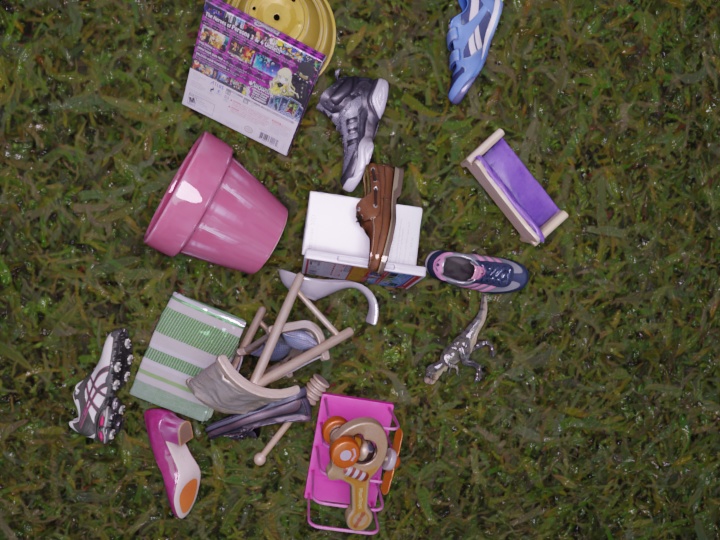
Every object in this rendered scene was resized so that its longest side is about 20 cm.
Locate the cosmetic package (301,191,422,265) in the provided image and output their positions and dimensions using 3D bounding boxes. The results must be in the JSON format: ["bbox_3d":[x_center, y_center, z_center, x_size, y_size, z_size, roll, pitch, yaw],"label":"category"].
[{"bbox_3d":[0.000,-0.069,0.988,0.197,0.081,0.115,6,94,-7],"label":"cosmetic package"}]

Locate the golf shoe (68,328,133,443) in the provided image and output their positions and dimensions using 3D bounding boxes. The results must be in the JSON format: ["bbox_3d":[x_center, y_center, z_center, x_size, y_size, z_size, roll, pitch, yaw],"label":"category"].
[{"bbox_3d":[-0.452,0.197,0.978,0.087,0.077,0.203,12,94,1],"label":"golf shoe"}]

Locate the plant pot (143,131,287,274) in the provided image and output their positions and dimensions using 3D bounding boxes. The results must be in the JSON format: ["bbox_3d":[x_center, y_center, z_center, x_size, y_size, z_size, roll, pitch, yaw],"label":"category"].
[{"bbox_3d":[-0.225,-0.091,0.920,0.178,0.200,0.202,30,93,-23],"label":"plant pot"}]

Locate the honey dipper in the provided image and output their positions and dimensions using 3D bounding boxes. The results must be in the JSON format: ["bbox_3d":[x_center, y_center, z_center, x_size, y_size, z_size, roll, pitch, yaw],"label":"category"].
[{"bbox_3d":[-0.130,0.279,1.037,0.038,0.038,0.201,36,94,-8],"label":"honey dipper"}]

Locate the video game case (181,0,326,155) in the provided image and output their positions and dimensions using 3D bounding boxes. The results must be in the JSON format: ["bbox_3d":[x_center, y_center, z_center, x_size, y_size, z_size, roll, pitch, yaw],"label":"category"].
[{"bbox_3d":[-0.178,-0.310,0.924,0.198,0.036,0.182,25,128,-7],"label":"video game case"}]

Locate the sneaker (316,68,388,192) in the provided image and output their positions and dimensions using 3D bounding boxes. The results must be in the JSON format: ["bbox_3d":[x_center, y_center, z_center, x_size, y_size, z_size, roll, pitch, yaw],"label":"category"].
[{"bbox_3d":[-0.028,-0.244,0.974,0.112,0.075,0.203,17,88,-6],"label":"sneaker"}]

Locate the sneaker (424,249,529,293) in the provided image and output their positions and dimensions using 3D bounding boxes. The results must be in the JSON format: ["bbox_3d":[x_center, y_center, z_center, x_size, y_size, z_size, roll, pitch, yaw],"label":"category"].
[{"bbox_3d":[0.217,0.007,1.017,0.197,0.082,0.071,6,95,-6],"label":"sneaker"}]

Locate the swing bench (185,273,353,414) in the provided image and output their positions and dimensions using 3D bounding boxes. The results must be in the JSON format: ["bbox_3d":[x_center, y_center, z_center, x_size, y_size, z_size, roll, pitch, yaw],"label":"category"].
[{"bbox_3d":[-0.150,0.140,0.901,0.130,0.198,0.200,47,56,-7],"label":"swing bench"}]

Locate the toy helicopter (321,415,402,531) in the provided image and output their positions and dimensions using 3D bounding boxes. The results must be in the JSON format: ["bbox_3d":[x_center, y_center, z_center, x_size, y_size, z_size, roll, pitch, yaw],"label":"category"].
[{"bbox_3d":[0.008,0.332,0.922,0.130,0.079,0.203,-3,106,-16],"label":"toy helicopter"}]

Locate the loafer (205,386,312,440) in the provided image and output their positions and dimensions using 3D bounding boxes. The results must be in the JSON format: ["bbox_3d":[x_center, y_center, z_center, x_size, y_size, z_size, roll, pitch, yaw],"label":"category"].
[{"bbox_3d":[-0.179,0.269,0.999,0.198,0.072,0.064,-23,86,7],"label":"loafer"}]

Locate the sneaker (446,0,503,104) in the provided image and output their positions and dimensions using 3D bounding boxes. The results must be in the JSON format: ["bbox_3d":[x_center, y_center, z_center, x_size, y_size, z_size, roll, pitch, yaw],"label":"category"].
[{"bbox_3d":[0.180,-0.388,0.980,0.081,0.074,0.203,18,87,-5],"label":"sneaker"}]

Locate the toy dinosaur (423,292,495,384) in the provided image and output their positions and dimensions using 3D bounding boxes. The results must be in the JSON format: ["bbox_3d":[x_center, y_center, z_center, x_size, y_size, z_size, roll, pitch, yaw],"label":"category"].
[{"bbox_3d":[0.203,0.148,1.051,0.088,0.047,0.201,38,88,-1],"label":"toy dinosaur"}]

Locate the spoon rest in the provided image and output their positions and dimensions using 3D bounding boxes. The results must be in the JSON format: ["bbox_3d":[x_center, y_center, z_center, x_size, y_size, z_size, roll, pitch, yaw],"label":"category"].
[{"bbox_3d":[-0.053,0.033,0.997,0.198,0.099,0.061,25,84,-22],"label":"spoon rest"}]

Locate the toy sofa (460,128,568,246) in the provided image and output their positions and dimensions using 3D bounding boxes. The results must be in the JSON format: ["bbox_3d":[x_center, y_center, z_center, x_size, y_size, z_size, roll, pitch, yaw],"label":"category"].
[{"bbox_3d":[0.275,-0.145,1.000,0.083,0.098,0.200,-41,97,0],"label":"toy sofa"}]

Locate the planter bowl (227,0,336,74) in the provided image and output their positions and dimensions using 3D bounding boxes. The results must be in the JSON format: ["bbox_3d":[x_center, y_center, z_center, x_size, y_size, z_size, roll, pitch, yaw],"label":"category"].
[{"bbox_3d":[-0.137,-0.409,0.939,0.197,0.083,0.204,0,95,-5],"label":"planter bowl"}]

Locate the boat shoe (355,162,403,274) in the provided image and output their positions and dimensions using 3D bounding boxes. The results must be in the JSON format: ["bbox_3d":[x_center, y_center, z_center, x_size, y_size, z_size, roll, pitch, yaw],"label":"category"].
[{"bbox_3d":[0.022,-0.085,0.902,0.067,0.072,0.202,12,56,-5],"label":"boat shoe"}]

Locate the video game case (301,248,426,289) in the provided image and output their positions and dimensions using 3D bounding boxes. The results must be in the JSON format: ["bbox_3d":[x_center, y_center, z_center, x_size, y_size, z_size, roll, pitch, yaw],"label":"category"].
[{"bbox_3d":[0.000,0.000,0.966,0.197,0.143,0.018,9,79,-6],"label":"video game case"}]

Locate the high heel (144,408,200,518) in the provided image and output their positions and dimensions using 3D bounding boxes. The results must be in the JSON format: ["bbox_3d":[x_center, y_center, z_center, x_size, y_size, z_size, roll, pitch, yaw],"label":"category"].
[{"bbox_3d":[-0.348,0.348,1.021,0.095,0.067,0.203,10,113,27],"label":"high heel"}]

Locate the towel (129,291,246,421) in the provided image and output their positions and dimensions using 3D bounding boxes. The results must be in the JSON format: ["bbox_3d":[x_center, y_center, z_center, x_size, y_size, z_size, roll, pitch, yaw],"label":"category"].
[{"bbox_3d":[-0.306,0.156,1.014,0.151,0.023,0.202,23,95,-6],"label":"towel"}]

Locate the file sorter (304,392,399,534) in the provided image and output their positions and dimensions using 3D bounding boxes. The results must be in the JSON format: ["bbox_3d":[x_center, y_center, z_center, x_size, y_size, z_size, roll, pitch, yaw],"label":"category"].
[{"bbox_3d":[-0.017,0.344,1.008,0.137,0.125,0.203,10,95,-7],"label":"file sorter"}]
